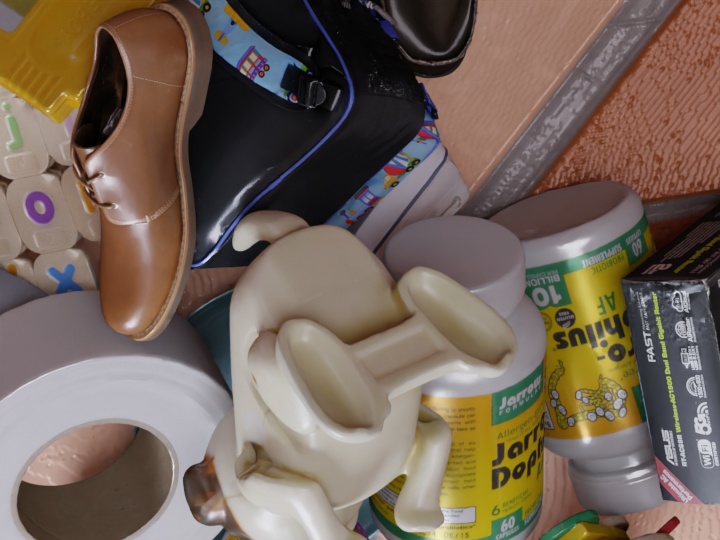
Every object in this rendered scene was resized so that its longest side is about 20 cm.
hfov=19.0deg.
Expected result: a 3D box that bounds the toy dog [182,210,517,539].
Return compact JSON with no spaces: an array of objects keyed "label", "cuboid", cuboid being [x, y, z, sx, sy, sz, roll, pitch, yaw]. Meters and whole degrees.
[{"label":"toy dog","cuboid":[-0.034,0.084,1.226,0.194,0.139,0.200,40,137,19]}]

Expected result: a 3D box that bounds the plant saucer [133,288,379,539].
[{"label":"plant saucer","cuboid":[-0.051,0.100,1.424,0.199,0.027,0.201,-2,103,-10]}]

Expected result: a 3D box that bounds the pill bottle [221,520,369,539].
[{"label":"pill bottle","cuboid":[-0.035,0.203,1.332,0.104,0.200,0.105,-3,109,-10]}]

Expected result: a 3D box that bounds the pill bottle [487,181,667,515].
[{"label":"pill bottle","cuboid":[0.154,0.053,1.406,0.112,0.113,0.201,-20,106,-5]}]

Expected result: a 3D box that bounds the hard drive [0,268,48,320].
[{"label":"hard drive","cuboid":[-0.304,0.033,1.320,0.199,0.042,0.135,22,119,-5]}]

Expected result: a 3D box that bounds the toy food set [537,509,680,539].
[{"label":"toy food set","cuboid":[0.127,0.226,1.407,0.198,0.200,0.049,-41,65,13]}]

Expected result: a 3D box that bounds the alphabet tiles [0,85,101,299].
[{"label":"alphabet tiles","cuboid":[-0.233,-0.052,1.308,0.199,0.015,0.196,-11,109,25]}]

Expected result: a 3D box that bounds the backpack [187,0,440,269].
[{"label":"backpack","cuboid":[-0.070,-0.121,1.299,0.183,0.200,0.134,-44,154,29]}]

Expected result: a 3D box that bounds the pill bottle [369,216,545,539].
[{"label":"pill bottle","cuboid":[0.059,0.072,1.330,0.112,0.113,0.201,-7,124,-9]}]

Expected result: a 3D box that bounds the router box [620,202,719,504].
[{"label":"router box","cuboid":[0.247,0.042,1.383,0.062,0.200,0.150,-1,109,35]}]

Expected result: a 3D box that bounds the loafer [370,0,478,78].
[{"label":"loafer","cuboid":[0.040,-0.217,1.339,0.073,0.071,0.201,-6,104,-9]}]

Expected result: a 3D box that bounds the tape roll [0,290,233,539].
[{"label":"tape roll","cuboid":[-0.170,0.113,1.317,0.202,0.071,0.203,-13,128,-18]}]

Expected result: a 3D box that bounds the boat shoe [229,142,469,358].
[{"label":"boat shoe","cuboid":[0.000,0.000,1.365,0.200,0.074,0.065,-48,116,-15]}]

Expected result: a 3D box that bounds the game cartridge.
[{"label":"game cartridge","cuboid":[-0.191,-0.202,1.250,0.200,0.032,0.177,34,82,19]}]

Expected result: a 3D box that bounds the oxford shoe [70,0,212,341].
[{"label":"oxford shoe","cuboid":[-0.135,-0.052,1.211,0.071,0.071,0.201,-14,117,-42]}]
